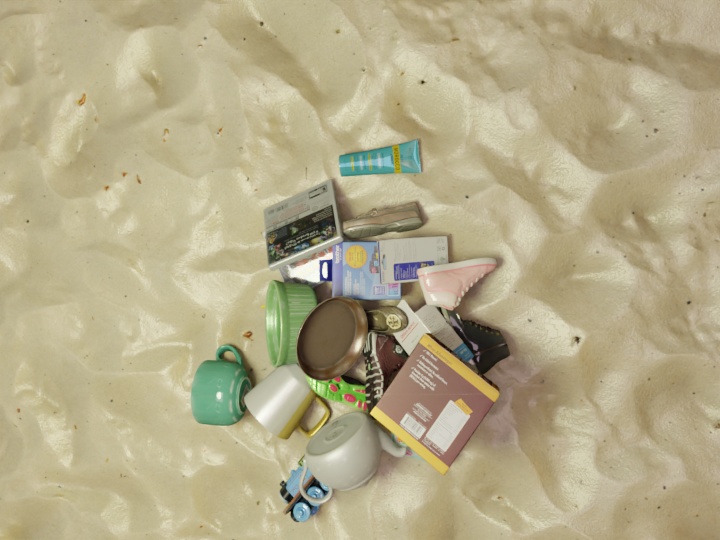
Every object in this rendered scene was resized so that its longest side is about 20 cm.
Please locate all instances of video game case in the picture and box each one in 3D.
[{"bbox_3d":[-0.141,-0.111,1.614,0.196,0.023,0.185,-22,53,14],"label":"video game case"},{"bbox_3d":[-0.124,-0.057,1.663,0.197,0.023,0.186,-27,86,12],"label":"video game case"}]

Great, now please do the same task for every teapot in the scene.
[{"bbox_3d":[-0.029,0.438,1.545,0.197,0.197,0.149,-17,106,45],"label":"teapot"}]

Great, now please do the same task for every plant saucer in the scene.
[{"bbox_3d":[-0.069,0.152,1.526,0.032,0.197,0.205,24,98,48],"label":"plant saucer"}]

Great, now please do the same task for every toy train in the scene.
[{"bbox_3d":[-0.124,0.525,1.657,0.114,0.086,0.201,43,101,16],"label":"toy train"}]

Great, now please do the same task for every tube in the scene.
[{"bbox_3d":[0.046,-0.263,1.610,0.194,0.050,0.080,-6,98,7],"label":"tube"}]

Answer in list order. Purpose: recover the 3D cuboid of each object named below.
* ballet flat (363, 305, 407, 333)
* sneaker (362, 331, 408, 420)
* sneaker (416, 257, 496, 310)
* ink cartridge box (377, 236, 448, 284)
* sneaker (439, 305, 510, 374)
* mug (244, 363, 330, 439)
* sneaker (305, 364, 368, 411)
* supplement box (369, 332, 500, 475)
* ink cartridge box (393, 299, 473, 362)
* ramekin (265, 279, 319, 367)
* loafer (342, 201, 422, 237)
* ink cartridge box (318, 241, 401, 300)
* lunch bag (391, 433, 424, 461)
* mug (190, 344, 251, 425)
[{"bbox_3d":[0.028,0.117,1.579,0.197,0.046,0.069,2,109,43],"label":"ballet flat"},{"bbox_3d":[0.071,0.247,1.580,0.113,0.075,0.206,3,75,-25],"label":"sneaker"},{"bbox_3d":[0.228,0.033,1.533,0.195,0.075,0.108,-9,82,-18],"label":"sneaker"},{"bbox_3d":[0.116,-0.025,1.545,0.195,0.039,0.103,-4,92,-30],"label":"ink cartridge box"},{"bbox_3d":[0.264,0.136,1.568,0.105,0.075,0.203,-29,87,1],"label":"sneaker"},{"bbox_3d":[-0.172,0.310,1.649,0.154,0.186,0.149,-48,50,1],"label":"mug"},{"bbox_3d":[-0.052,0.282,1.609,0.197,0.084,0.078,31,77,-13],"label":"sneaker"},{"bbox_3d":[0.159,0.272,1.404,0.196,0.133,0.202,36,93,12],"label":"supplement box"},{"bbox_3d":[0.157,0.159,1.551,0.201,0.066,0.116,52,142,14],"label":"ink cartridge box"},{"bbox_3d":[-0.163,0.125,1.590,0.095,0.199,0.206,-1,92,-19],"label":"ramekin"},{"bbox_3d":[0.049,-0.121,1.587,0.194,0.072,0.065,-7,74,-11],"label":"loafer"},{"bbox_3d":[0.000,0.000,1.593,0.194,0.076,0.141,-1,90,3],"label":"ink cartridge box"},{"bbox_3d":[0.145,0.348,1.554,0.156,0.078,0.204,12,125,15],"label":"lunch bag"},{"bbox_3d":[-0.336,0.288,1.656,0.111,0.152,0.191,3,93,13],"label":"mug"}]
